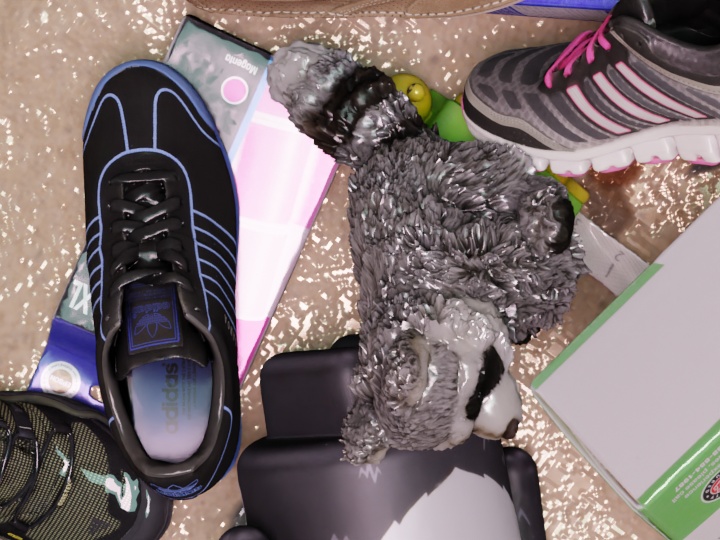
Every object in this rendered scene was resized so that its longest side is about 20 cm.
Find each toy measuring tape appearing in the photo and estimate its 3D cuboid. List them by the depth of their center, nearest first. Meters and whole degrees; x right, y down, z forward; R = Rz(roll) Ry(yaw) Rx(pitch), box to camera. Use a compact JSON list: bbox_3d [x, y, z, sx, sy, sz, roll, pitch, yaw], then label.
[{"bbox_3d":[0.090,-0.025,1.152,0.200,0.074,0.074,38,92,-2],"label":"toy measuring tape"}]

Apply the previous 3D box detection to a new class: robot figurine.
[{"bbox_3d":[0.014,0.130,1.132,0.150,0.125,0.201,-11,93,0],"label":"robot figurine"}]

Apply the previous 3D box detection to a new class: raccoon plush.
[{"bbox_3d":[0.000,0.000,1.081,0.200,0.097,0.134,32,49,27],"label":"raccoon plush"}]

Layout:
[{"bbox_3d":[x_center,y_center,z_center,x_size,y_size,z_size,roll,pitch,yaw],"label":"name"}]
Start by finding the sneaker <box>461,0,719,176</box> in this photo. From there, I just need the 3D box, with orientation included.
[{"bbox_3d":[0.121,-0.093,1.050,0.074,0.199,0.088,-45,124,-37],"label":"sneaker"}]

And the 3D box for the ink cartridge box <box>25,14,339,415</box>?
[{"bbox_3d":[-0.079,-0.009,1.171,0.094,0.037,0.201,24,95,-2],"label":"ink cartridge box"}]

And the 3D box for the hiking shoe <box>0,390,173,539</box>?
[{"bbox_3d":[-0.184,0.088,1.137,0.199,0.101,0.076,21,103,0],"label":"hiking shoe"}]

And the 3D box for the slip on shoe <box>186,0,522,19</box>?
[{"bbox_3d":[0.006,-0.146,1.078,0.199,0.061,0.076,-1,93,16],"label":"slip on shoe"}]

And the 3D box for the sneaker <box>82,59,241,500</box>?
[{"bbox_3d":[-0.087,0.001,1.111,0.070,0.078,0.201,-10,87,2],"label":"sneaker"}]

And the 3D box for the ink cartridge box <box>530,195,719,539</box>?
[{"bbox_3d":[0.182,0.062,1.093,0.146,0.200,0.084,-44,54,2],"label":"ink cartridge box"}]

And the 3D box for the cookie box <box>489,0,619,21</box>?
[{"bbox_3d":[0.110,-0.198,1.118,0.199,0.075,0.172,5,94,14],"label":"cookie box"}]
